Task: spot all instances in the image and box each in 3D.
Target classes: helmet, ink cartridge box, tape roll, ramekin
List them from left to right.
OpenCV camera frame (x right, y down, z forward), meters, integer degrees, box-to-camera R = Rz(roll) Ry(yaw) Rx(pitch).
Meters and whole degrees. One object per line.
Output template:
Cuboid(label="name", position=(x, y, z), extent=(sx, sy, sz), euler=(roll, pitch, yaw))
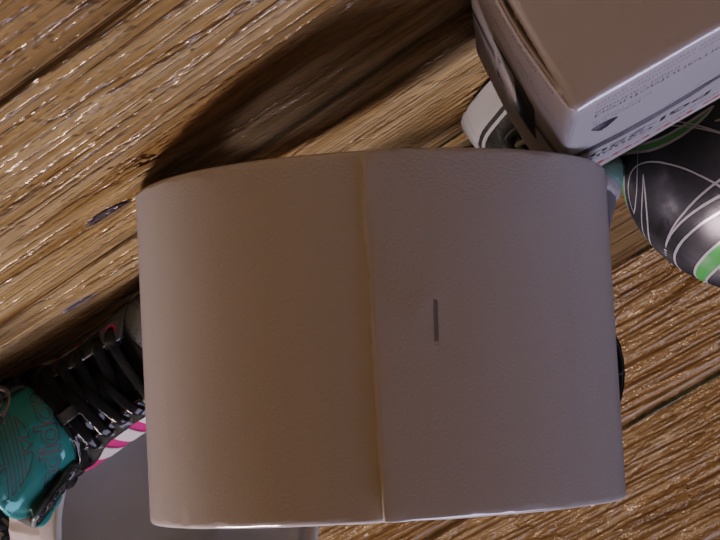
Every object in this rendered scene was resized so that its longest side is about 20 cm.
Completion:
Cuboid(label="ramekin", position=(-0.136, 0.165, 1.131), extent=(0.200, 0.201, 0.105), euler=(-24, -170, -36))
Cuboid(label="tape roll", position=(0.008, 0.031, 0.720), extent=(0.201, 0.140, 0.203), euler=(-3, 174, 0))
Cuboid(label="ink cartridge box", position=(0.123, -0.114, 0.688), extent=(0.145, 0.085, 0.200), euler=(-29, 175, 2))
Cuboid(label="helmet", position=(0.246, -0.077, 1.015), extent=(0.190, 0.201, 0.200), euler=(9, 150, -32))

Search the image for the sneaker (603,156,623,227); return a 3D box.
Cuboid(label="sneaker", position=(0.108, 0.011, 0.968), extent=(0.077, 0.141, 0.200), euler=(-3, -168, 22))

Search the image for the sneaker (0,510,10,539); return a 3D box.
Cuboid(label="sneaker", position=(-0.221, 0.154, 1.195), extent=(0.199, 0.077, 0.085), euler=(-24, 175, -36))

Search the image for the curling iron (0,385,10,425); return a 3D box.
Cuboid(label="curling iron", position=(-0.262, 0.099, 0.822), extent=(0.199, 0.026, 0.050), euler=(-25, -151, -12))

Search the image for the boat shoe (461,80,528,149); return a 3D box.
Cuboid(label="boat shoe", position=(0.104, -0.082, 0.895), extent=(0.070, 0.064, 0.200), euler=(-28, 173, -11))

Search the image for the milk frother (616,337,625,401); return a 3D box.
Cuboid(label="milk frother", position=(0.119, 0.062, 1.411), extent=(0.180, 0.201, 0.188), euler=(-36, 172, 15))

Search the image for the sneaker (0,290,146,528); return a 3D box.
Cuboid(label="sneaker", position=(-0.151, 0.072, 0.901), extent=(0.121, 0.084, 0.200), euler=(-36, 180, -43))
